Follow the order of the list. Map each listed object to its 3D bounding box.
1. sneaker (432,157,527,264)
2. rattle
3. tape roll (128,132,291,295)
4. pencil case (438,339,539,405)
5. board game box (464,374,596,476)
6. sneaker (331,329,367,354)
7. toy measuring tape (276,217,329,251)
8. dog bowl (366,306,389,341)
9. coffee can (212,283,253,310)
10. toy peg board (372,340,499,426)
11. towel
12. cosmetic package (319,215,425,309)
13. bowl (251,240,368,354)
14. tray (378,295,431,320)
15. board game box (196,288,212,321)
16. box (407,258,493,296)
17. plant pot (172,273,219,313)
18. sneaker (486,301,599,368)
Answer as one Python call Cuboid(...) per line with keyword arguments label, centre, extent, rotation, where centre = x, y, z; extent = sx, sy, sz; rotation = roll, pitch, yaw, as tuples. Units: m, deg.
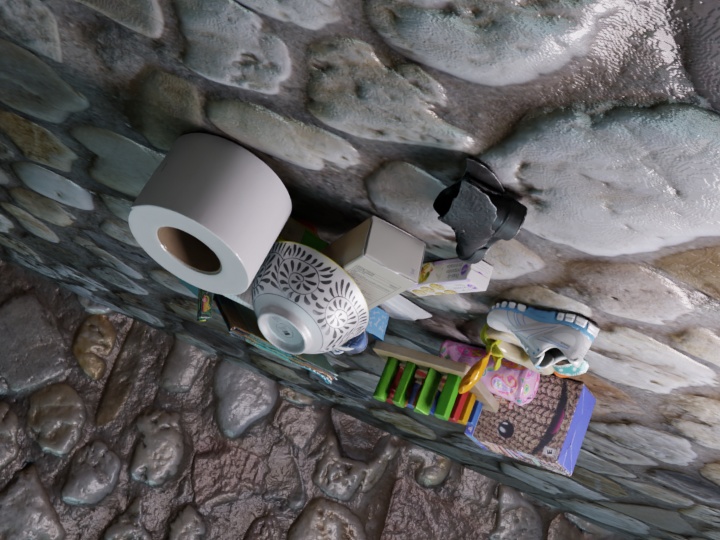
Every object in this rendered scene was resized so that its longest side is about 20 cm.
Cuboid(label="sneaker", centre=(0.132, -0.069, 1.300), extent=(0.103, 0.061, 0.200), rotation=(24, 160, -11))
Cuboid(label="rattle", centre=(0.283, 0.181, 1.813), extent=(0.199, 0.144, 0.130), rotation=(35, 143, -22))
Cuboid(label="tape roll", centre=(-0.216, -0.080, 1.540), extent=(0.200, 0.140, 0.204), rotation=(23, 152, 13))
Cuboid(label="pencil case", centre=(0.238, 0.193, 2.017), extent=(0.198, 0.088, 0.087), rotation=(13, 163, 29))
Cuboid(label="board game box", centre=(0.327, 0.280, 2.042), extent=(0.198, 0.161, 0.097), rotation=(12, 162, 33))
Cuboid(label="sneaker", centre=(-0.037, 0.109, 1.889), extent=(0.085, 0.077, 0.199), rotation=(49, 166, -32))
Cuboid(label="toy measuring tape", centre=(-0.131, -0.063, 1.699), extent=(0.198, 0.074, 0.073), rotation=(29, 164, -18))
Cuboid(label="dog bowl", centre=(-0.023, 0.073, 1.999), extent=(0.111, 0.050, 0.199), rotation=(33, 172, -38))
Cuboid(label="coffee can", centre=(-0.136, 0.019, 1.792), extent=(0.197, 0.148, 0.146), rotation=(16, 166, -4))
Cuboid(label="toy peg board", centre=(0.128, 0.233, 1.978), extent=(0.198, 0.099, 0.199), rotation=(14, 159, 31))
Cuboid(label="towel", centre=(-0.137, 0.107, 1.688), extent=(0.199, 0.022, 0.147), rotation=(29, -171, -26))
Cuboid(label="cosmetic package", centre=(0.000, 0.000, 1.611), extent=(0.104, 0.072, 0.199), rotation=(27, 149, -23))
Cuboid(label="bowl", centre=(-0.094, 0.062, 1.597), extent=(0.199, 0.095, 0.202), rotation=(22, 143, 18))
Cuboid(label="tray", centre=(0.029, 0.046, 1.937), extent=(0.199, 0.022, 0.107), rotation=(32, 164, -32))
Cuboid(label="board game box", centre=(-0.256, -0.019, 1.779), extent=(0.023, 0.203, 0.105), rotation=(4, 172, -14))
Cuboid(label="box", centre=(0.129, 0.010, 1.621), extent=(0.041, 0.039, 0.199), rotation=(27, 165, -23))
Cuboid(label="plant pot", centre=(-0.254, -0.016, 1.922), extent=(0.199, 0.142, 0.141), rotation=(34, 163, -17))
Cuboid(label="sneaker", centre=(0.269, 0.105, 1.654), extent=(0.199, 0.088, 0.075), rotation=(9, 162, 47))
